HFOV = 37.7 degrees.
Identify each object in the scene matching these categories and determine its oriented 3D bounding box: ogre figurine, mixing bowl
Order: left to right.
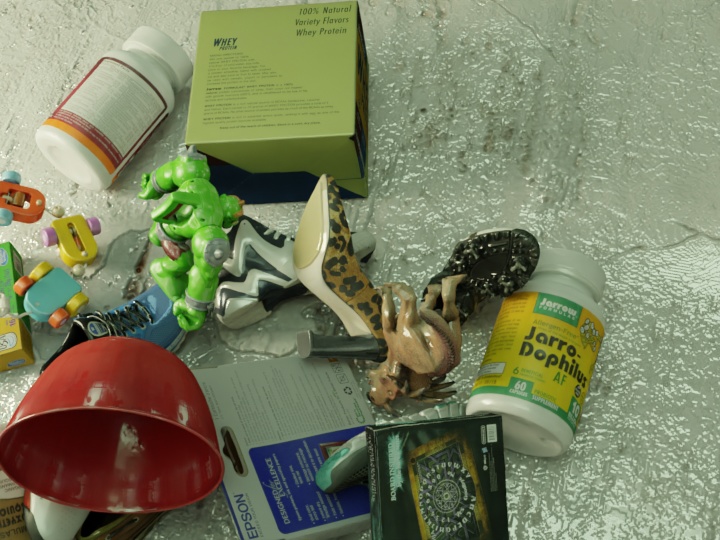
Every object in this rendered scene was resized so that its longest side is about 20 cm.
[{"bbox_3d":[-0.219,0.131,0.961,0.200,0.200,0.109,-3,52,5],"label":"mixing bowl"},{"bbox_3d":[-0.190,-0.046,1.160,0.098,0.120,0.200,18,51,-25],"label":"ogre figurine"}]

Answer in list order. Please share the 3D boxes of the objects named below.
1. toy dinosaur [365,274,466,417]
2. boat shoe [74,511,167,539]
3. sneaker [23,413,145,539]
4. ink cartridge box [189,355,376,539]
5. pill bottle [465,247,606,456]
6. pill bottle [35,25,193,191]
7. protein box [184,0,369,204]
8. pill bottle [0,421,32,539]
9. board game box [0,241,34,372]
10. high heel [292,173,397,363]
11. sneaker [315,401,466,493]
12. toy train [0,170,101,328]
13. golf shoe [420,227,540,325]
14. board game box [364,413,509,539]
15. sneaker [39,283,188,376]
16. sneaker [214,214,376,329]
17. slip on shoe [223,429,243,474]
[{"bbox_3d":[0.064,0.078,1.051,0.086,0.200,0.136,-5,84,-13],"label":"toy dinosaur"},{"bbox_3d":[-0.217,0.215,1.101,0.072,0.068,0.200,26,66,21],"label":"boat shoe"},{"bbox_3d":[-0.263,0.179,1.053,0.108,0.067,0.202,-21,39,23],"label":"sneaker"},{"bbox_3d":[-0.070,0.179,1.064,0.200,0.047,0.198,-6,56,-33],"label":"ink cartridge box"},{"bbox_3d":[0.191,0.082,1.102,0.113,0.113,0.200,16,64,15],"label":"pill bottle"},{"bbox_3d":[-0.304,-0.206,1.324,0.109,0.110,0.200,26,67,19],"label":"pill bottle"},{"bbox_3d":[-0.093,-0.202,1.281,0.198,0.135,0.200,-3,61,6],"label":"protein box"},{"bbox_3d":[-0.367,0.260,1.043,0.114,0.114,0.200,-16,82,-2],"label":"pill bottle"},{"bbox_3d":[-0.493,0.064,1.234,0.200,0.040,0.153,-17,60,-3],"label":"board game box"},{"bbox_3d":[0.000,0.000,1.148,0.142,0.071,0.200,4,87,-34],"label":"high heel"},{"bbox_3d":[0.048,0.194,1.042,0.200,0.078,0.091,-12,66,-37],"label":"sneaker"},{"bbox_3d":[-0.387,-0.016,1.239,0.150,0.056,0.200,9,57,-20],"label":"toy train"},{"bbox_3d":[0.137,-0.013,1.121,0.078,0.200,0.094,46,60,-3],"label":"golf shoe"},{"bbox_3d":[0.075,0.241,0.997,0.135,0.028,0.200,-2,88,-20],"label":"board game box"},{"bbox_3d":[-0.270,0.077,1.173,0.200,0.089,0.079,-42,66,-16],"label":"sneaker"},{"bbox_3d":[-0.092,-0.031,1.216,0.199,0.079,0.130,-28,69,2],"label":"sneaker"},{"bbox_3d":[-0.085,0.241,1.079,0.061,0.076,0.200,3,41,-38],"label":"slip on shoe"}]
